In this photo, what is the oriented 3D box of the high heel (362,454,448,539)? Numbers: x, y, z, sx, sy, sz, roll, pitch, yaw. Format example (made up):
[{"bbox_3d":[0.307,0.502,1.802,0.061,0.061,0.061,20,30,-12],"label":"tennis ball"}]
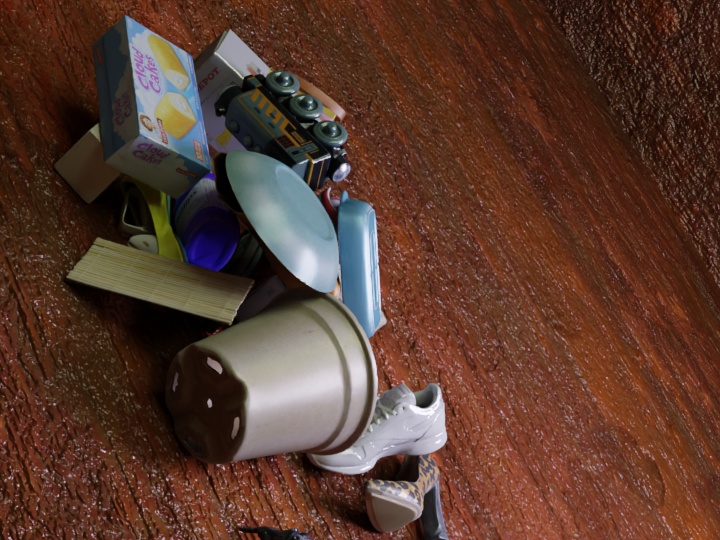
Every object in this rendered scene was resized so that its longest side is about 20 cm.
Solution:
[{"bbox_3d":[0.044,0.261,1.738,0.200,0.071,0.144,41,29,-49],"label":"high heel"}]

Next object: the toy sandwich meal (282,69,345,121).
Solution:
[{"bbox_3d":[-0.094,-0.230,2.013,0.204,0.071,0.205,36,-5,3],"label":"toy sandwich meal"}]

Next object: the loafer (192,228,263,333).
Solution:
[{"bbox_3d":[-0.172,-0.003,1.723,0.063,0.072,0.201,38,32,-13],"label":"loafer"}]

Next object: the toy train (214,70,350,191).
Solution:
[{"bbox_3d":[-0.100,-0.177,1.745,0.113,0.086,0.200,-23,58,-35],"label":"toy train"}]

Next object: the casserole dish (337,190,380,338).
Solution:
[{"bbox_3d":[0.000,0.000,1.712,0.121,0.038,0.203,-51,139,-78],"label":"casserole dish"}]

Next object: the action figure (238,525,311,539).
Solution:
[{"bbox_3d":[-0.089,0.365,1.386,0.119,0.101,0.202,24,64,-56],"label":"action figure"}]

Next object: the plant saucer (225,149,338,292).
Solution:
[{"bbox_3d":[-0.078,-0.068,1.586,0.201,0.039,0.202,49,17,-21],"label":"plant saucer"}]

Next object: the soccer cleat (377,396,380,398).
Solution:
[{"bbox_3d":[-0.023,0.174,1.763,0.199,0.068,0.073,30,15,-35],"label":"soccer cleat"}]

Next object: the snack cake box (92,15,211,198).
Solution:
[{"bbox_3d":[-0.255,-0.198,1.656,0.115,0.067,0.202,28,37,-43],"label":"snack cake box"}]

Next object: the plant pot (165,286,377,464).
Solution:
[{"bbox_3d":[-0.113,0.131,1.547,0.183,0.200,0.202,-12,67,-48],"label":"plant pot"}]

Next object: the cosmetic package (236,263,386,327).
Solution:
[{"bbox_3d":[-0.064,0.060,1.794,0.104,0.087,0.199,60,27,12],"label":"cosmetic package"}]

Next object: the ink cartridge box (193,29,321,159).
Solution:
[{"bbox_3d":[-0.167,-0.206,1.887,0.200,0.145,0.084,43,29,-16],"label":"ink cartridge box"}]

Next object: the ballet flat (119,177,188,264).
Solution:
[{"bbox_3d":[-0.256,-0.040,1.653,0.066,0.067,0.201,6,46,-27],"label":"ballet flat"}]

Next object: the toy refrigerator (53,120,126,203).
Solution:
[{"bbox_3d":[-0.295,-0.160,1.706,0.070,0.076,0.200,47,27,-9],"label":"toy refrigerator"}]

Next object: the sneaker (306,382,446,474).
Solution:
[{"bbox_3d":[0.019,0.192,1.709,0.198,0.101,0.075,-13,28,-30],"label":"sneaker"}]

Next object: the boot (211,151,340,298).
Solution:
[{"bbox_3d":[-0.108,-0.046,1.643,0.202,0.071,0.144,57,10,23],"label":"boot"}]

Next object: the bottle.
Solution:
[{"bbox_3d":[-0.199,-0.075,1.727,0.065,0.084,0.200,24,21,-23],"label":"bottle"}]

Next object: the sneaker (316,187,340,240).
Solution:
[{"bbox_3d":[-0.071,-0.058,1.821,0.072,0.112,0.200,55,-5,-13],"label":"sneaker"}]

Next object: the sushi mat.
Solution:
[{"bbox_3d":[-0.226,0.011,1.556,0.198,0.012,0.096,15,34,5],"label":"sushi mat"}]
